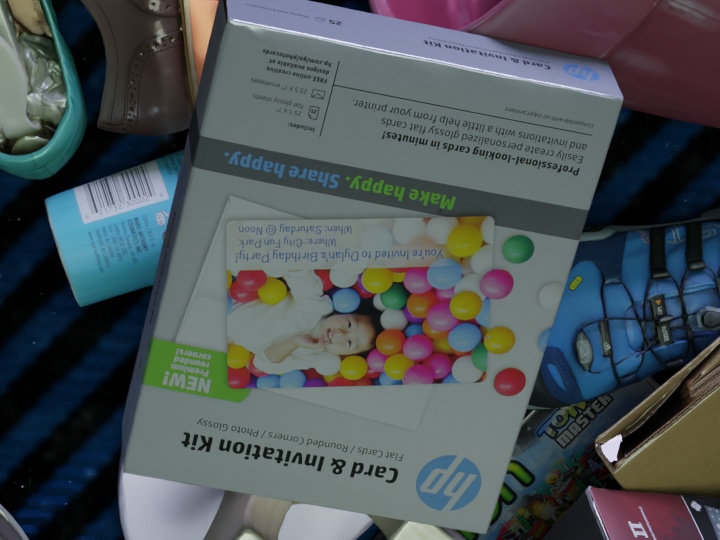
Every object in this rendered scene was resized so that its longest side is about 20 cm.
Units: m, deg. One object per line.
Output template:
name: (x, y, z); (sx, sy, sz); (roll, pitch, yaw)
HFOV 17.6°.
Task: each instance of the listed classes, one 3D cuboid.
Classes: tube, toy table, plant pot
tube: (-0.040, -0.039, 1.039); (0.200, 0.050, 0.078); (-18, 69, -4)
toy table: (-0.024, 0.075, 1.033); (0.184, 0.117, 0.200); (27, 96, -12)
plant pot: (0.128, -0.148, 0.982); (0.179, 0.200, 0.200); (24, 98, -28)

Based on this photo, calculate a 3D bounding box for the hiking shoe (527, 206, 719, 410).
hiking shoe: (0.143, 0.009, 1.021); (0.200, 0.087, 0.075); (-21, 102, -34)

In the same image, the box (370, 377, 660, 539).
box: (0.079, 0.133, 1.100); (0.110, 0.035, 0.200); (44, 93, -13)

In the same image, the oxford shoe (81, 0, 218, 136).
oxford shoe: (-0.101, -0.155, 1.002); (0.073, 0.071, 0.201); (-8, 100, 3)

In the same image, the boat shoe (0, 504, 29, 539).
boat shoe: (-0.169, 0.163, 1.059); (0.072, 0.060, 0.202); (-39, 104, 1)

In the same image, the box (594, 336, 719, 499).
box: (0.199, 0.071, 1.047); (0.163, 0.021, 0.200); (-40, 145, 1)

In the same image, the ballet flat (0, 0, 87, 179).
ballet flat: (-0.166, -0.132, 0.995); (0.067, 0.070, 0.200); (-21, 103, -3)

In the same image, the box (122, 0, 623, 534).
box: (0.000, 0.000, 0.915); (0.155, 0.041, 0.200); (11, 117, -10)

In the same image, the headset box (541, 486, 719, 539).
headset box: (0.134, 0.172, 1.027); (0.200, 0.077, 0.149); (8, 134, -32)
